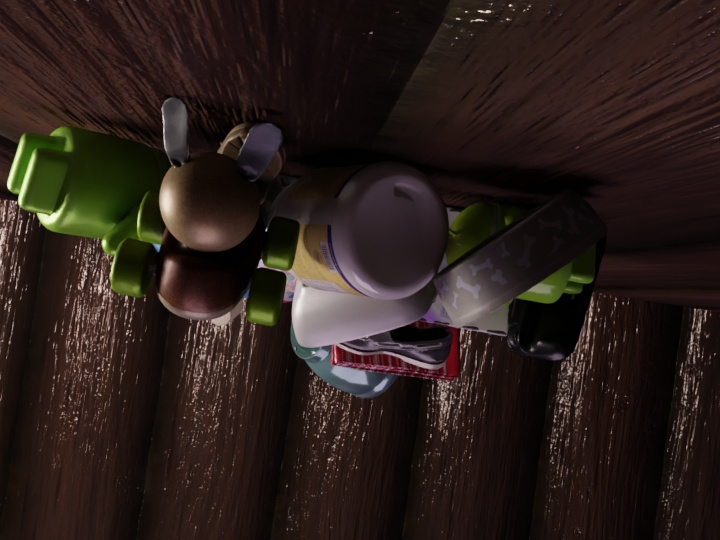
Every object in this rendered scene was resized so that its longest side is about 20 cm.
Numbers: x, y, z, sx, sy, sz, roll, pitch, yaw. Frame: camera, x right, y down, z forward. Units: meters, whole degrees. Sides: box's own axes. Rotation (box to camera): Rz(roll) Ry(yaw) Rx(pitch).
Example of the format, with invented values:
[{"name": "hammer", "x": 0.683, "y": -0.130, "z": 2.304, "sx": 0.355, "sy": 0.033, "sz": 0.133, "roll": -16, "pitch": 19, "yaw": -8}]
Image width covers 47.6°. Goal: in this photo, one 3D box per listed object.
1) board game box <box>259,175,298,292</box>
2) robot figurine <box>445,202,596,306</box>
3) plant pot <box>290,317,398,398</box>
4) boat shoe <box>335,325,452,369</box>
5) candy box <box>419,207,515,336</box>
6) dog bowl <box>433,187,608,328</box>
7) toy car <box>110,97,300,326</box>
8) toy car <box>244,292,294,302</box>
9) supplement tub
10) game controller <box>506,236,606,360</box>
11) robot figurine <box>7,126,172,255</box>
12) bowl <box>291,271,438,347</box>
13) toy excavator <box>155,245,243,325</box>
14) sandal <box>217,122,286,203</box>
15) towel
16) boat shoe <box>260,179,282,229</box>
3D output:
[{"name": "board game box", "x": -0.100, "y": -0.047, "z": 1.179, "sx": 0.125, "sy": 0.035, "sz": 0.201, "roll": 8, "pitch": 136, "yaw": -16}, {"name": "robot figurine", "x": 0.201, "y": -0.024, "z": 1.060, "sx": 0.197, "sy": 0.117, "sz": 0.176, "roll": 10, "pitch": 161, "yaw": -2}, {"name": "plant pot", "x": -0.029, "y": 0.097, "z": 1.322, "sx": 0.133, "sy": 0.203, "sz": 0.199, "roll": 16, "pitch": 174, "yaw": -34}, {"name": "boat shoe", "x": 0.039, "y": 0.085, "z": 1.184, "sx": 0.197, "sy": 0.063, "sz": 0.073, "roll": 16, "pitch": -137, "yaw": -5}, {"name": "candy box", "x": 0.131, "y": -0.004, "z": 1.191, "sx": 0.197, "sy": 0.170, "sz": 0.072, "roll": 9, "pitch": 176, "yaw": 11}, {"name": "dog bowl", "x": 0.163, "y": -0.016, "z": 0.864, "sx": 0.199, "sy": 0.059, "sz": 0.200, "roll": -34, "pitch": 179, "yaw": -1}, {"name": "toy car", "x": -0.138, "y": -0.069, "z": 0.772, "sx": 0.162, "sy": 0.202, "sz": 0.159, "roll": 12, "pitch": -139, "yaw": -2}, {"name": "toy car", "x": -0.095, "y": -0.046, "z": 1.294, "sx": 0.183, "sy": 0.180, "sz": 0.199, "roll": -3, "pitch": 173, "yaw": -36}, {"name": "supplement tub", "x": -0.010, "y": -0.046, "z": 0.927, "sx": 0.144, "sy": 0.148, "sz": 0.199, "roll": 9, "pitch": 178, "yaw": -32}, {"name": "game controller", "x": 0.269, "y": 0.025, "z": 1.120, "sx": 0.103, "sy": 0.202, "sz": 0.042, "roll": 9, "pitch": 161, "yaw": 37}, {"name": "robot figurine", "x": -0.292, "y": -0.096, "z": 0.938, "sx": 0.198, "sy": 0.117, "sz": 0.175, "roll": 8, "pitch": -158, "yaw": -44}, {"name": "bowl", "x": 0.000, "y": 0.000, "z": 1.079, "sx": 0.198, "sy": 0.075, "sz": 0.201, "roll": -14, "pitch": -147, "yaw": 17}, {"name": "toy excavator", "x": -0.266, "y": -0.031, "z": 1.238, "sx": 0.192, "sy": 0.202, "sz": 0.100, "roll": 16, "pitch": -147, "yaw": 23}, {"name": "sandal", "x": -0.122, "y": -0.115, "z": 0.848, "sx": 0.079, "sy": 0.055, "sz": 0.200, "roll": 21, "pitch": 160, "yaw": -18}, {"name": "towel", "x": 0.058, "y": 0.086, "z": 1.245, "sx": 0.197, "sy": 0.147, "sz": 0.023, "roll": 8, "pitch": 160, "yaw": -9}, {"name": "boat shoe", "x": -0.156, "y": -0.063, "z": 0.998, "sx": 0.068, "sy": 0.075, "sz": 0.200, "roll": -34, "pitch": -172, "yaw": 24}]
